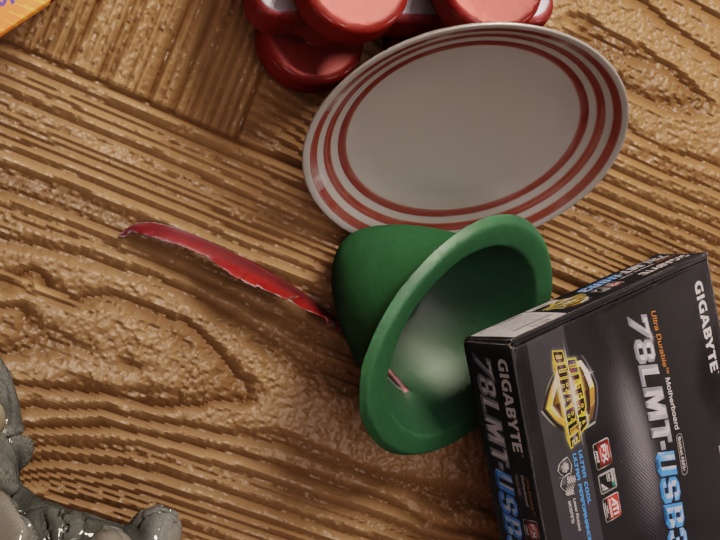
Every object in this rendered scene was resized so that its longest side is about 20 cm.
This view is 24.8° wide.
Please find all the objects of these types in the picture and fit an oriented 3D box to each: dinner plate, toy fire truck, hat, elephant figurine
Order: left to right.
[{"bbox_3d":[-0.217,0.143,0.938,0.200,0.155,0.142,35,127,-7],"label":"elephant figurine"},{"bbox_3d":[0.000,0.000,1.043,0.166,0.176,0.200,-51,145,-9],"label":"hat"},{"bbox_3d":[0.017,-0.204,0.987,0.200,0.112,0.168,-3,78,-18],"label":"toy fire truck"},{"bbox_3d":[0.062,-0.082,0.992,0.200,0.200,0.024,4,52,-18],"label":"dinner plate"}]

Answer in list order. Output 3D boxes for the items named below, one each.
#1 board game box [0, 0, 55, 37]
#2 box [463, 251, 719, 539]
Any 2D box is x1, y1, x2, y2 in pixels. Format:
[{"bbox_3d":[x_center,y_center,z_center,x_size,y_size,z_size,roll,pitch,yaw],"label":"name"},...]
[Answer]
[{"bbox_3d":[-0.270,-0.187,0.841,0.200,0.200,0.200,-36,105,-11],"label":"board game box"},{"bbox_3d":[0.166,0.108,1.055,0.198,0.050,0.200,-19,103,-37],"label":"box"}]
